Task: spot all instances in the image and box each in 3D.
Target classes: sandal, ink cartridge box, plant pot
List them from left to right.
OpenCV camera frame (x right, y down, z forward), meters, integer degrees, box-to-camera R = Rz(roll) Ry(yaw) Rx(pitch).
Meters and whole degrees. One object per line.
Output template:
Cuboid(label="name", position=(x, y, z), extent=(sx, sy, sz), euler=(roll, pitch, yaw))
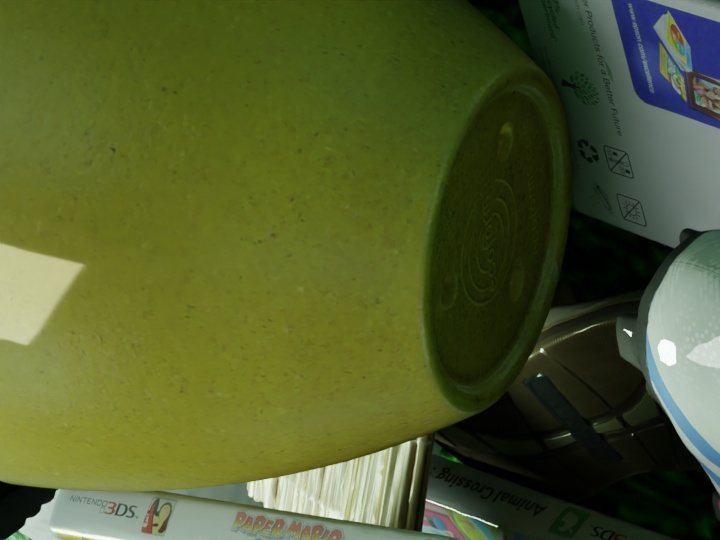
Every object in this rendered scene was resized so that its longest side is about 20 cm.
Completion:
Cuboid(label="plant pot", position=(-0.022, -0.022, 0.870), extent=(0.142, 0.200, 0.200), euler=(10, 135, 25))
Cuboid(label="sandal", position=(0.071, 0.031, 0.972), extent=(0.080, 0.054, 0.200), euler=(49, 151, -16))
Cuboid(label="ink cartridge box", position=(0.129, -0.037, 0.815), extent=(0.200, 0.039, 0.100), euler=(26, 143, 45))

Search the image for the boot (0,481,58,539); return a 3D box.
Cuboid(label="boot", position=(-0.116, -0.027, 0.919), extent=(0.073, 0.198, 0.163), euler=(14, 139, 29))

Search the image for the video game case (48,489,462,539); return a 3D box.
Cuboid(label="video game case", position=(0.030, 0.114, 0.928), extent=(0.182, 0.023, 0.200), euler=(4, 161, 47))

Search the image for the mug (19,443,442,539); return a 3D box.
Cuboid(label="mug", position=(-0.064, 0.041, 1.124), extent=(0.200, 0.148, 0.175), euler=(6, 144, 17))

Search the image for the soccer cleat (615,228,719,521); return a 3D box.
Cuboid(label="soccer cleat", position=(0.141, 0.063, 0.830), extent=(0.086, 0.070, 0.200), euler=(25, 164, 42))

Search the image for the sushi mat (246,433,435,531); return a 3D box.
Cuboid(label="sushi mat", position=(0.000, 0.000, 0.985), extent=(0.096, 0.012, 0.200), euler=(29, 118, 50))

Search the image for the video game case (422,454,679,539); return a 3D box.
Cuboid(label="video game case", position=(0.097, 0.143, 1.047), extent=(0.182, 0.022, 0.200), euler=(16, 150, 50))
